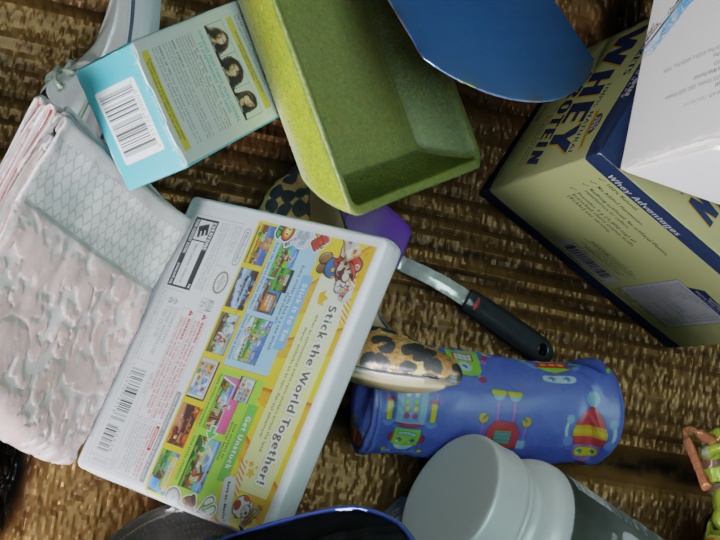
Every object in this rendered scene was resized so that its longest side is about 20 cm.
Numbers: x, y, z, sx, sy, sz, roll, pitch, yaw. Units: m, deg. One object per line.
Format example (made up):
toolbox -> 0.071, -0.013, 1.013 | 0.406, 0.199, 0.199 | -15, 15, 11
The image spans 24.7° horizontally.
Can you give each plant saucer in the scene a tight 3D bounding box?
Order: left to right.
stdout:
plant saucer -> -0.009, -0.143, 1.122 | 0.200, 0.048, 0.202 | -24, 95, -58

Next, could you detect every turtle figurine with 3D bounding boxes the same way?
turtle figurine -> 0.286, 0.208, 1.197 | 0.160, 0.064, 0.202 | -4, 71, -49

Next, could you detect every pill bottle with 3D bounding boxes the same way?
pill bottle -> 0.130, 0.200, 1.125 | 0.199, 0.114, 0.115 | 34, 76, -28

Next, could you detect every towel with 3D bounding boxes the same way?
towel -> -0.188, 0.016, 1.021 | 0.032, 0.200, 0.193 | 21, 79, 23

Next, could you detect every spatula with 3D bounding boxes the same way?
spatula -> 0.061, 0.013, 1.187 | 0.199, 0.021, 0.057 | 33, 75, -14

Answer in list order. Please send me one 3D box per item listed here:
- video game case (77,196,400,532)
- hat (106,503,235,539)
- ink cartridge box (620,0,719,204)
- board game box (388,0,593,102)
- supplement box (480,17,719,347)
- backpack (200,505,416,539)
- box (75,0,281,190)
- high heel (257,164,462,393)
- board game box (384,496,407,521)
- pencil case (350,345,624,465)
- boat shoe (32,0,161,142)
video game case -> -0.081, 0.058, 1.064 | 0.023, 0.181, 0.202 | 36, 73, -48
hat -> -0.104, 0.247, 1.074 | 0.198, 0.081, 0.203 | -1, 82, 9
ink cartridge box -> 0.267, -0.143, 0.993 | 0.146, 0.144, 0.202 | 16, 79, -16
board game box -> 0.067, -0.181, 1.149 | 0.157, 0.039, 0.201 | -8, 58, -39
supplement box -> 0.227, -0.059, 1.154 | 0.199, 0.200, 0.135 | 38, 75, -12
backpack -> -0.037, 0.236, 0.934 | 0.198, 0.147, 0.184 | -19, 53, 6
box -> -0.098, -0.123, 1.066 | 0.200, 0.049, 0.083 | -38, 106, -59
high heel -> 0.000, 0.000, 1.087 | 0.071, 0.199, 0.144 | 26, 80, -51
board game box -> 0.038, 0.285, 1.150 | 0.151, 0.037, 0.201 | -40, 98, -17
pencil case -> 0.087, 0.093, 1.160 | 0.198, 0.087, 0.079 | 5, 125, -18
boat shoe -> -0.183, -0.108, 1.087 | 0.066, 0.073, 0.202 | 15, 81, -17
